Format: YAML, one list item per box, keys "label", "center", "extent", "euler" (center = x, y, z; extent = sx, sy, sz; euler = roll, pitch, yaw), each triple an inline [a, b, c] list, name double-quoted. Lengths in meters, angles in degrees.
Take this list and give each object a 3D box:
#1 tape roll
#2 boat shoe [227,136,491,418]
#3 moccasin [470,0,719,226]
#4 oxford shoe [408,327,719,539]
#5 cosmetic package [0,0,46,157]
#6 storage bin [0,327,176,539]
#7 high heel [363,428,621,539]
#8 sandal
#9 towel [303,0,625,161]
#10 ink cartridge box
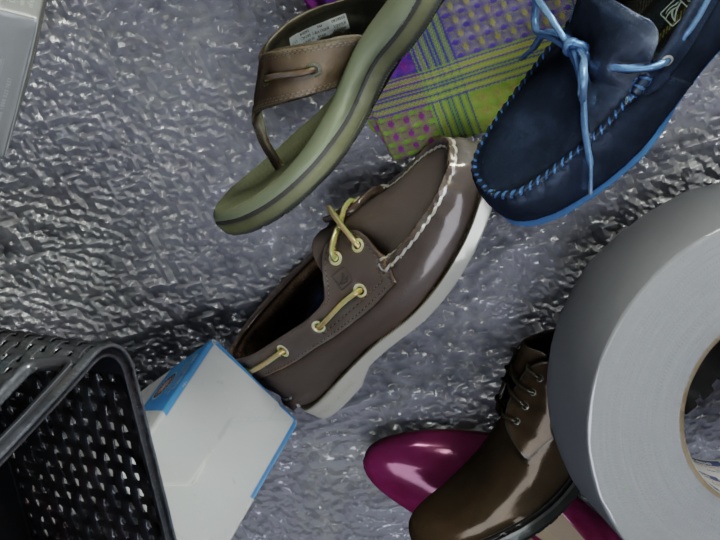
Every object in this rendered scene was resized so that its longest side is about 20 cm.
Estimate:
- label: "tape roll"
  center: [0.196, 0.058, 1.032]
  extent: [0.199, 0.066, 0.201]
  euler: [-4, 106, -14]
- label: "boat shoe"
  center: [0.000, 0.000, 1.034]
  extent: [0.059, 0.072, 0.200]
  euler: [22, 134, -18]
- label: "moccasin"
  center: [0.116, -0.111, 0.917]
  extent: [0.200, 0.080, 0.068]
  euler: [-50, 143, 3]
- label: "oxford shoe"
  center: [0.093, 0.075, 1.087]
  extent: [0.200, 0.073, 0.084]
  euler: [-43, 115, 4]
- label: "cosmetic package"
  center: [-0.237, -0.133, 0.902]
  extent: [0.199, 0.107, 0.090]
  euler: [14, 129, -9]
- label: "storage bin"
  center: [-0.158, 0.138, 0.931]
  extent: [0.093, 0.135, 0.201]
  euler: [7, 124, 25]
- label: "high heel"
  center: [0.094, 0.152, 1.144]
  extent: [0.199, 0.096, 0.068]
  euler: [17, 128, -14]
- label: "sandal"
  center: [-0.011, -0.099, 0.930]
  extent: [0.057, 0.080, 0.201]
  euler: [34, 118, -5]
- label: "towel"
  center: [0.040, -0.148, 0.943]
  extent: [0.143, 0.023, 0.200]
  euler: [-17, 128, 13]
- label: "ink cartridge box"
  center: [-0.134, 0.133, 1.086]
  extent: [0.068, 0.116, 0.200]
  euler: [44, 132, -12]
